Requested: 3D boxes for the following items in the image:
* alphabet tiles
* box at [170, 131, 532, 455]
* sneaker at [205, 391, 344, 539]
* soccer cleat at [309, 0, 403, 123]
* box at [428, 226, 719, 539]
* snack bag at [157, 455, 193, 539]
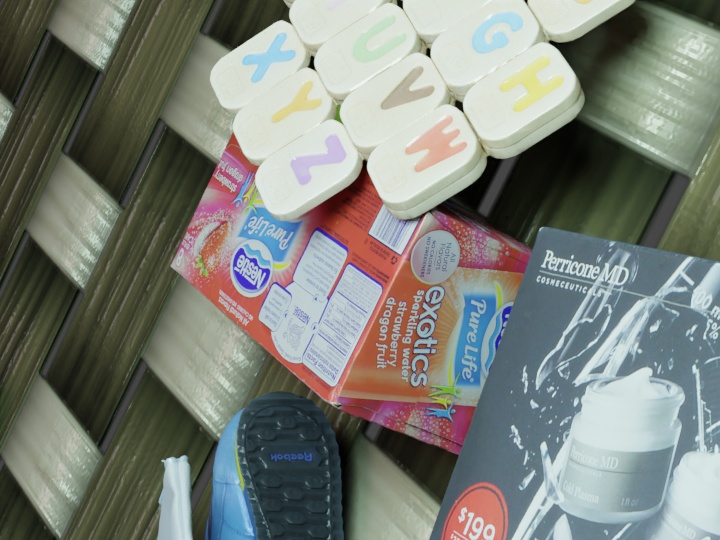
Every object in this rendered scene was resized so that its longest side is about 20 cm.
[{"bbox_3d":[0.024,-0.111,0.918,0.195,0.015,0.201,-31,45,6],"label":"alphabet tiles"},{"bbox_3d":[0.000,0.000,0.968,0.100,0.095,0.200,-63,33,5],"label":"box"},{"bbox_3d":[-0.043,0.162,0.980,0.079,0.065,0.202,124,149,-56],"label":"sneaker"},{"bbox_3d":[0.013,-0.165,1.060,0.067,0.081,0.201,32,98,58],"label":"soccer cleat"},{"bbox_3d":[0.126,0.096,0.716,0.199,0.104,0.183,14,82,58],"label":"box"},{"bbox_3d":[-0.080,0.219,0.949,0.189,0.021,0.201,102,162,-48],"label":"snack bag"}]
